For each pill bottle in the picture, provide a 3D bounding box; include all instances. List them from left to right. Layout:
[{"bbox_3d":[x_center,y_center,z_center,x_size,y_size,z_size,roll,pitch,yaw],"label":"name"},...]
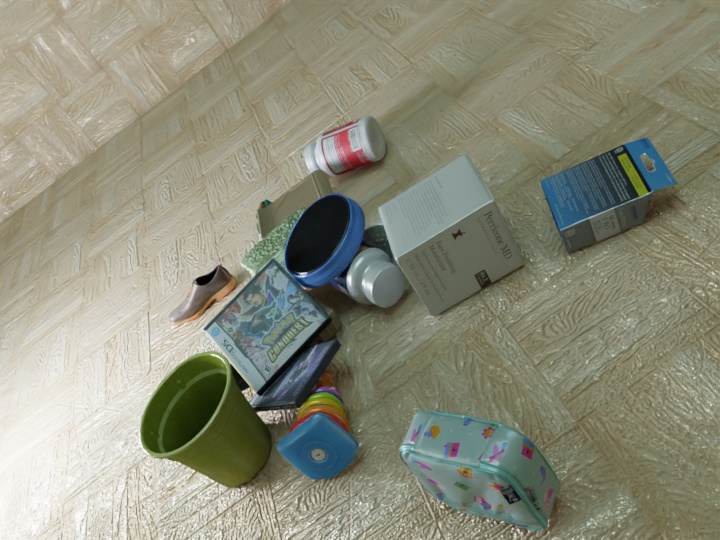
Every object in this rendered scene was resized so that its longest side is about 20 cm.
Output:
[{"bbox_3d":[-0.042,-0.310,1.659,0.195,0.113,0.114,-15,42,27],"label":"pill bottle"},{"bbox_3d":[0.000,0.000,1.301,0.111,0.112,0.198,-46,37,-12],"label":"pill bottle"}]

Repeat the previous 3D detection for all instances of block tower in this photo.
[{"bbox_3d":[-0.115,0.086,1.356,0.054,0.058,0.198,-47,36,-13],"label":"block tower"}]

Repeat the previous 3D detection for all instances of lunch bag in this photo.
[{"bbox_3d":[0.158,0.268,0.858,0.196,0.162,0.078,-1,43,46],"label":"lunch bag"}]

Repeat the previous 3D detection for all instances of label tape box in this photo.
[{"bbox_3d":[0.428,-0.133,1.126,0.195,0.067,0.146,-22,40,16],"label":"label tape box"}]

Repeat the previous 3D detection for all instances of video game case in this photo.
[{"bbox_3d":[-0.183,0.106,1.266,0.200,0.026,0.180,-45,67,-7],"label":"video game case"},{"bbox_3d":[-0.128,0.199,1.211,0.198,0.019,0.144,-20,29,52],"label":"video game case"}]

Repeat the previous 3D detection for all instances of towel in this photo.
[{"bbox_3d":[-0.152,-0.042,1.409,0.199,0.037,0.148,-42,62,-15],"label":"towel"}]

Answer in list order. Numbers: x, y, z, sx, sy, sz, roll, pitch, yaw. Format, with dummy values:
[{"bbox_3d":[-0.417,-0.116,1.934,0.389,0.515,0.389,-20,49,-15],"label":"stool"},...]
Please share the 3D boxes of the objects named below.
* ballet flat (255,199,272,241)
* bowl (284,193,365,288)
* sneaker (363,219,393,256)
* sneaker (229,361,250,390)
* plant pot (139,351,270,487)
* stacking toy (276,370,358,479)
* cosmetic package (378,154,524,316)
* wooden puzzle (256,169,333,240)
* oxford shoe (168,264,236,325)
[{"bbox_3d":[-0.236,-0.111,1.662,0.073,0.067,0.201,-51,34,14],"label":"ballet flat"},{"bbox_3d":[-0.077,-0.065,1.307,0.197,0.039,0.206,-26,46,30],"label":"bowl"},{"bbox_3d":[0.085,-0.091,1.372,0.194,0.078,0.081,-15,30,21],"label":"sneaker"},{"bbox_3d":[-0.218,0.151,1.339,0.203,0.075,0.115,-54,24,-10],"label":"sneaker"},{"bbox_3d":[-0.259,0.284,1.161,0.196,0.186,0.204,-23,38,19],"label":"plant pot"},{"bbox_3d":[-0.067,0.246,1.126,0.115,0.110,0.202,-39,23,20],"label":"stacking toy"},{"bbox_3d":[0.164,-0.065,1.189,0.196,0.166,0.167,-30,37,11],"label":"cosmetic package"},{"bbox_3d":[-0.155,-0.151,1.559,0.196,0.038,0.186,-31,32,4],"label":"wooden puzzle"},{"bbox_3d":[-0.405,0.058,1.609,0.198,0.073,0.072,-38,37,1],"label":"oxford shoe"}]
